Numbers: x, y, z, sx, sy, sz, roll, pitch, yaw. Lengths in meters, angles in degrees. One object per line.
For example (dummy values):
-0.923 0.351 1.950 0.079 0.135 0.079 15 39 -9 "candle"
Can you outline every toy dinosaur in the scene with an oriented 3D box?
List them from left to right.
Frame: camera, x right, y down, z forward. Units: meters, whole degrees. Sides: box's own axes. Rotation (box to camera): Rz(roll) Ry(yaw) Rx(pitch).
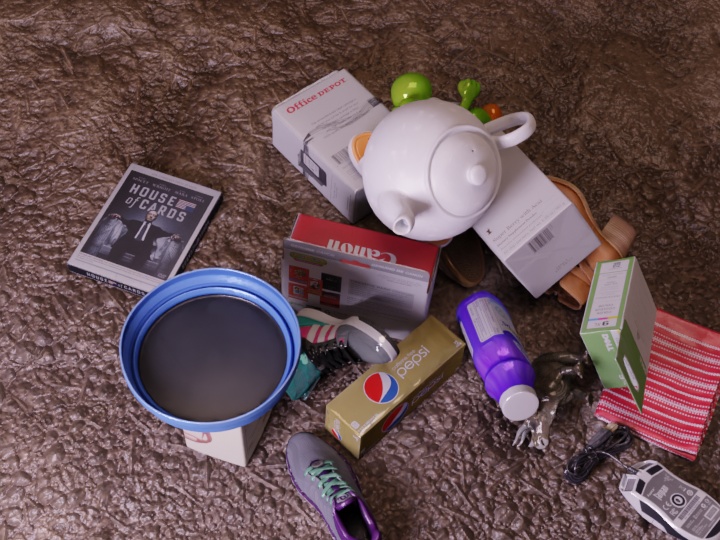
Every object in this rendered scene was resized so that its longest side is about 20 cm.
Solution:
0.255 0.138 1.406 0.102 0.077 0.200 -11 35 28 "toy dinosaur"

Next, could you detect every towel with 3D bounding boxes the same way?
0.416 0.145 1.446 0.145 0.022 0.200 24 58 13 "towel"

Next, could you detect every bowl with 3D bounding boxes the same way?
-0.166 0.090 1.195 0.200 0.039 0.201 1 56 -1 "bowl"

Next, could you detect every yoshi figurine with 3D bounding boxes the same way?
0.118 -0.244 1.592 0.200 0.112 0.112 6 21 -46 "yoshi figurine"

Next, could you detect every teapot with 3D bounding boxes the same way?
0.112 -0.129 1.367 0.197 0.146 0.200 13 88 -34 "teapot"

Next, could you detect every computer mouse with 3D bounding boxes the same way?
0.363 0.280 1.340 0.200 0.044 0.110 37 56 26 "computer mouse"

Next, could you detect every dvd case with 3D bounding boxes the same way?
-0.307 -0.057 1.538 0.150 0.025 0.200 18 57 8 "dvd case"

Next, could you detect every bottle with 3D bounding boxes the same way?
0.180 0.111 1.383 0.065 0.084 0.200 -34 32 12 "bottle"

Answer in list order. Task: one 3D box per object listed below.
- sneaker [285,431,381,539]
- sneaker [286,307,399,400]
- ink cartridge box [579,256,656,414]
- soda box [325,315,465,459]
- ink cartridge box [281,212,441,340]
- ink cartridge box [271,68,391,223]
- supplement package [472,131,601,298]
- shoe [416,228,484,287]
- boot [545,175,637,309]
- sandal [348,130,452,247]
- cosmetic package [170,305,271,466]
-0.026 0.266 1.295 0.074 0.088 0.200 -26 61 -20 "sneaker"
-0.049 0.114 1.368 0.200 0.084 0.121 7 50 51 "sneaker"
0.337 0.085 1.402 0.059 0.104 0.200 -10 36 29 "ink cartridge box"
0.046 0.150 1.391 0.064 0.068 0.200 40 62 22 "soda box"
0.000 0.000 1.426 0.200 0.176 0.084 14 56 5 "ink cartridge box"
-0.019 -0.191 1.611 0.145 0.083 0.200 -34 65 -23 "ink cartridge box"
0.214 -0.085 1.486 0.121 0.120 0.200 -42 48 7 "supplement package"
0.114 -0.059 1.549 0.070 0.053 0.200 -20 73 -30 "shoe"
0.280 -0.044 1.541 0.200 0.074 0.155 31 66 23 "boot"
0.067 -0.126 1.501 0.079 0.059 0.207 -33 77 -24 "sandal"
-0.164 0.144 1.303 0.087 0.200 0.103 16 55 9 "cosmetic package"
